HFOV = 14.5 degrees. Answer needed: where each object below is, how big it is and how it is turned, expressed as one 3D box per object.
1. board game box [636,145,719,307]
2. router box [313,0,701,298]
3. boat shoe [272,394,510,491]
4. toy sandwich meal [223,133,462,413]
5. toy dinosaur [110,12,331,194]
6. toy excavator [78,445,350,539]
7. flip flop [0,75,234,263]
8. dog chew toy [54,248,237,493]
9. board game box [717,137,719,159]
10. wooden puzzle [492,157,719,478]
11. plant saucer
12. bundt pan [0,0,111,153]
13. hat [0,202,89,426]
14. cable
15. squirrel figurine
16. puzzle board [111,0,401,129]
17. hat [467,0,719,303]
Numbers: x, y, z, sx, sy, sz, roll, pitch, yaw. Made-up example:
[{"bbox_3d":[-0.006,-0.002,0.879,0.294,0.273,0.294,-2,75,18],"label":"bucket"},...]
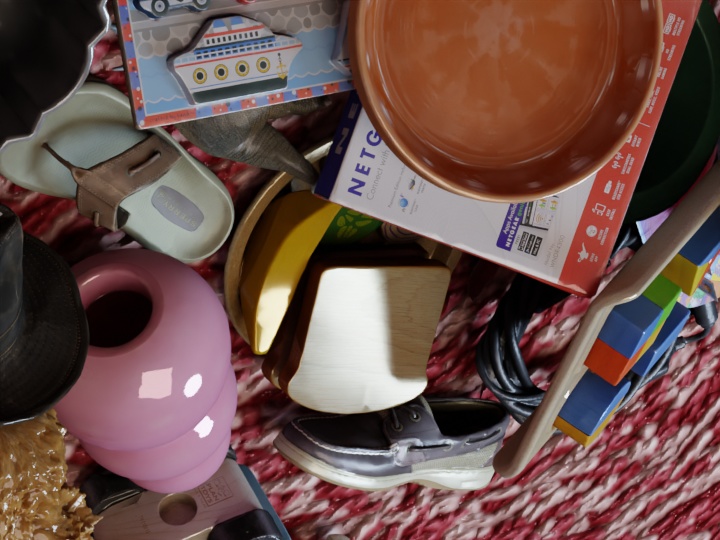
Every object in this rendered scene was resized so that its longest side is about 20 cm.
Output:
[{"bbox_3d":[0.258,-0.063,1.938,0.158,0.039,0.200,-39,132,-22],"label":"board game box"},{"bbox_3d":[0.090,-0.106,1.714,0.179,0.049,0.201,19,91,-14],"label":"router box"},{"bbox_3d":[0.025,0.110,1.928,0.200,0.072,0.065,7,114,-43],"label":"boat shoe"},{"bbox_3d":[0.000,0.000,1.819,0.205,0.070,0.206,-19,132,-22],"label":"toy sandwich meal"},{"bbox_3d":[-0.082,-0.115,1.683,0.102,0.077,0.200,-26,141,2],"label":"toy dinosaur"},{"bbox_3d":[-0.088,0.196,1.911,0.194,0.100,0.200,-23,147,-16],"label":"toy excavator"},{"bbox_3d":[-0.140,-0.052,1.688,0.081,0.058,0.200,-47,137,6],"label":"flip flop"},{"bbox_3d":[-0.131,0.073,1.754,0.124,0.125,0.200,-33,149,-9],"label":"dog chew toy"},{"bbox_3d":[0.276,-0.061,1.807,0.040,0.200,0.153,-8,103,-8],"label":"board game box"},{"bbox_3d":[0.177,0.036,1.822,0.185,0.046,0.200,-45,169,-43],"label":"wooden puzzle"},{"bbox_3d":[0.083,-0.140,1.653,0.200,0.032,0.201,-2,95,-24],"label":"plant saucer"},{"bbox_3d":[-0.238,-0.151,1.526,0.201,0.076,0.202,-19,132,-22],"label":"bundt pan"},{"bbox_3d":[-0.239,0.000,1.563,0.200,0.201,0.081,-7,140,-31],"label":"hat"},{"bbox_3d":[0.168,0.030,1.967,0.200,0.051,0.164,-23,133,-24],"label":"cable"},{"bbox_3d":[-0.243,0.112,1.651,0.141,0.200,0.187,-16,145,-37],"label":"squirrel figurine"},{"bbox_3d":[-0.051,-0.171,1.612,0.200,0.017,0.151,-13,96,-29],"label":"puzzle board"},{"bbox_3d":[0.120,-0.106,1.858,0.166,0.176,0.200,42,69,-25],"label":"hat"}]
